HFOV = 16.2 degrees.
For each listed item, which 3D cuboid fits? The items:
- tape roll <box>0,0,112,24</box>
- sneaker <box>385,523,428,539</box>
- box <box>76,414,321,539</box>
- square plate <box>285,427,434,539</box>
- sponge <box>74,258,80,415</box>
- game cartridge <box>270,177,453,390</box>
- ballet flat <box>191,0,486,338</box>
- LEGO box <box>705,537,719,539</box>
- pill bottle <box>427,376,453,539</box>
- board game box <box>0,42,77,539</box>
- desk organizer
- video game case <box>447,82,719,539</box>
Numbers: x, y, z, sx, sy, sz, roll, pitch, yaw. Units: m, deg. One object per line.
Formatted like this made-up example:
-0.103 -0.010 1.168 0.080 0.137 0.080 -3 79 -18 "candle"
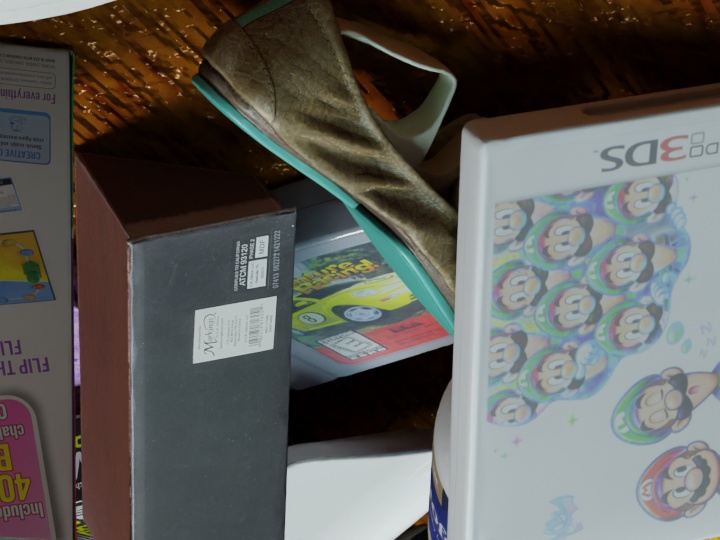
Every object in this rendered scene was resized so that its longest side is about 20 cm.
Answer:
-0.111 -0.165 0.608 0.202 0.140 0.203 -2 155 -1 "tape roll"
0.106 0.158 1.387 0.129 0.080 0.199 -15 164 40 "sneaker"
-0.119 0.111 1.279 0.160 0.044 0.200 -14 166 14 "box"
-0.045 0.135 1.263 0.200 0.028 0.198 -42 158 28 "square plate"
-0.148 0.030 1.169 0.111 0.030 0.200 -17 152 30 "sponge"
0.000 0.000 1.117 0.200 0.041 0.133 -19 147 31 "game cartridge"
0.015 -0.044 0.971 0.072 0.068 0.200 -45 132 1 "ballet flat"
0.235 0.111 1.209 0.148 0.077 0.200 -8 142 8 "LEGO box"
0.089 0.091 1.155 0.115 0.116 0.200 -3 155 -1 "pill bottle"
-0.180 0.008 0.909 0.152 0.201 0.040 6 154 -18 "board game box"
-0.077 0.046 1.069 0.071 0.077 0.201 -12 126 -21 "desk organizer"
0.122 0.023 1.006 0.181 0.024 0.201 -10 119 -20 "video game case"
